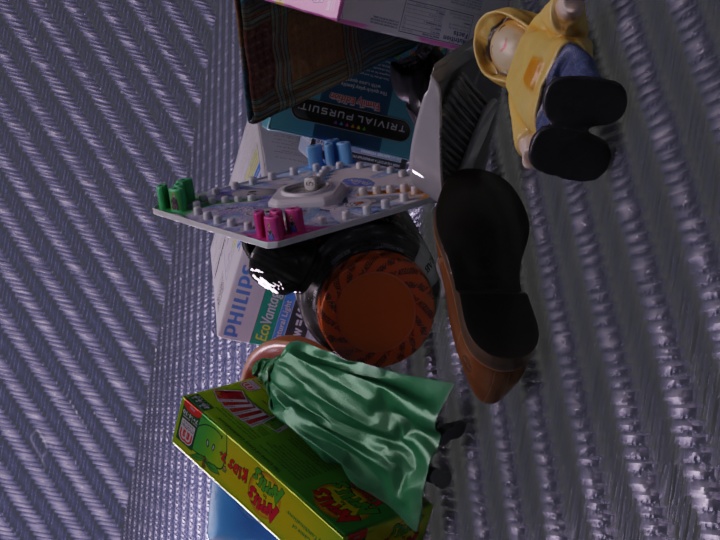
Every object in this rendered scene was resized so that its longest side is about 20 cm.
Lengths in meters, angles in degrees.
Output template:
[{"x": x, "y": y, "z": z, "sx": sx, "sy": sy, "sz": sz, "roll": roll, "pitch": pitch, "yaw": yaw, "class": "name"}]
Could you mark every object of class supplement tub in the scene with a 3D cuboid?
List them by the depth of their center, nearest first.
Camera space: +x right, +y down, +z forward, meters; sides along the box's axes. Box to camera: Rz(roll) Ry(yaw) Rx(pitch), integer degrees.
[{"x": 0.000, "y": 0.000, "z": 1.487, "sx": 0.200, "sy": 0.121, "sz": 0.124, "roll": -114, "pitch": 38, "yaw": -68, "class": "supplement tub"}]

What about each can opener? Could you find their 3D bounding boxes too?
[{"x": 0.065, "y": -0.155, "z": 1.474, "sx": 0.079, "sy": 0.063, "sz": 0.200, "roll": 59, "pitch": -179, "yaw": -9, "class": "can opener"}]

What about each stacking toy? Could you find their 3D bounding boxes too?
[{"x": -0.095, "y": 0.261, "z": 1.778, "sx": 0.200, "sy": 0.115, "sz": 0.111, "roll": 96, "pitch": 180, "yaw": -64, "class": "stacking toy"}]

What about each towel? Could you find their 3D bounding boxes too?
[{"x": -0.024, "y": -0.222, "z": 1.457, "sx": 0.022, "sy": 0.199, "sz": 0.148, "roll": 25, "pitch": 134, "yaw": 39, "class": "towel"}]

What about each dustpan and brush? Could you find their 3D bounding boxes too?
[{"x": 0.074, "y": -0.074, "z": 1.343, "sx": 0.140, "sy": 0.057, "sz": 0.201, "roll": -40, "pitch": -28, "yaw": -59, "class": "dustpan and brush"}]

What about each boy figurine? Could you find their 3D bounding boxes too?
[{"x": 0.127, "y": -0.138, "z": 1.186, "sx": 0.200, "sy": 0.064, "sz": 0.125, "roll": -109, "pitch": 30, "yaw": -61, "class": "boy figurine"}]

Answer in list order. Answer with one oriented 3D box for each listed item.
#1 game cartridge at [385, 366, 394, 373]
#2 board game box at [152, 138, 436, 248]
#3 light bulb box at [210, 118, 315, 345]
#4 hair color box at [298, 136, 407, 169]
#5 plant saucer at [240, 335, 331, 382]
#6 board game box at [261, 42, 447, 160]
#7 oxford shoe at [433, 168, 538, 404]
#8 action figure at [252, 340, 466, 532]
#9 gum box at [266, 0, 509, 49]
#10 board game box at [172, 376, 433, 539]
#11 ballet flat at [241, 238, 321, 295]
[{"x": -0.012, "y": 0.178, "z": 1.586, "sx": 0.133, "sy": 0.040, "sz": 0.202, "roll": -132, "pitch": 55, "yaw": -79, "class": "game cartridge"}, {"x": -0.045, "y": -0.069, "z": 1.452, "sx": 0.199, "sy": 0.199, "sz": 0.026, "roll": 17, "pitch": 119, "yaw": 53, "class": "board game box"}, {"x": -0.078, "y": -0.047, "z": 1.865, "sx": 0.200, "sy": 0.124, "sz": 0.200, "roll": -104, "pitch": 29, "yaw": -60, "class": "light bulb box"}, {"x": 0.012, "y": -0.199, "z": 1.656, "sx": 0.061, "sy": 0.098, "sz": 0.202, "roll": -135, "pitch": 57, "yaw": -75, "class": "hair color box"}, {"x": -0.030, "y": 0.148, "z": 1.471, "sx": 0.200, "sy": 0.032, "sz": 0.202, "roll": 30, "pitch": 132, "yaw": 39, "class": "plant saucer"}, {"x": 0.004, "y": -0.214, "z": 1.589, "sx": 0.047, "sy": 0.149, "sz": 0.202, "roll": -140, "pitch": 62, "yaw": -76, "class": "board game box"}, {"x": 0.084, "y": 0.008, "z": 1.244, "sx": 0.072, "sy": 0.071, "sz": 0.201, "roll": 102, "pitch": 171, "yaw": -46, "class": "oxford shoe"}, {"x": -0.010, "y": 0.108, "z": 1.356, "sx": 0.199, "sy": 0.054, "sz": 0.119, "roll": 24, "pitch": 102, "yaw": 35, "class": "action figure"}, {"x": 0.021, "y": -0.226, "z": 1.395, "sx": 0.113, "sy": 0.199, "sz": 0.067, "roll": 23, "pitch": 102, "yaw": 43, "class": "gum box"}, {"x": -0.048, "y": 0.161, "z": 1.380, "sx": 0.200, "sy": 0.101, "sz": 0.048, "roll": 36, "pitch": 123, "yaw": 35, "class": "board game box"}, {"x": -0.075, "y": -0.030, "z": 1.445, "sx": 0.067, "sy": 0.057, "sz": 0.200, "roll": -58, "pitch": 18, "yaw": 5, "class": "ballet flat"}]
